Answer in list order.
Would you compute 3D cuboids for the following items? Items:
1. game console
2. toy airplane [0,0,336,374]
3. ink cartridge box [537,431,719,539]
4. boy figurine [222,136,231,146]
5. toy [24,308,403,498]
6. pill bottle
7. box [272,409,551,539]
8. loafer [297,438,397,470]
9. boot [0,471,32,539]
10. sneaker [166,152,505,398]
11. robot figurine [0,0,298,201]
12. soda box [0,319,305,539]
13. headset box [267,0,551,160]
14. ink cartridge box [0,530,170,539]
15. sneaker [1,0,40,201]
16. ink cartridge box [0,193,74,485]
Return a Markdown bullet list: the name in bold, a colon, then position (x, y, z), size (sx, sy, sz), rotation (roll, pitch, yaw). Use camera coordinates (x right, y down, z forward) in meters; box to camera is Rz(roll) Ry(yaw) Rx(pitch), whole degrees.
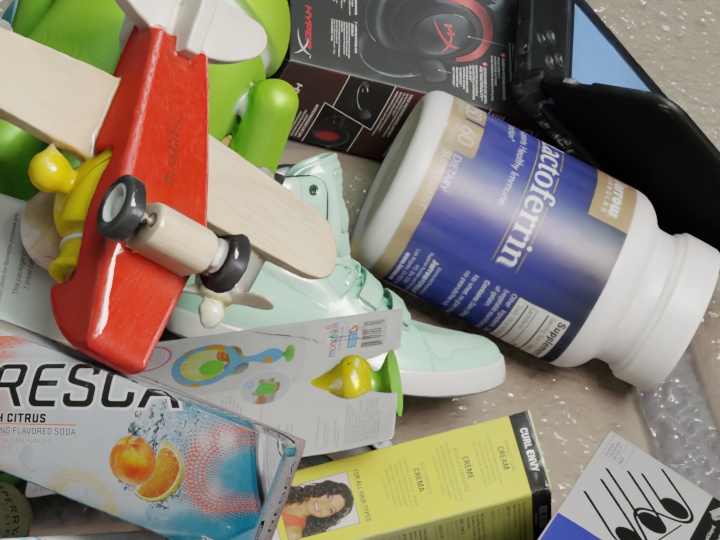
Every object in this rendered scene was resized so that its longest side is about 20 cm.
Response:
- **game console**: position (0.189, -0.089, 1.714), size (0.200, 0.116, 0.177), rotation (45, 37, -37)
- **toy airplane**: position (-0.118, -0.054, 1.392), size (0.199, 0.141, 0.201), rotation (-27, 84, -51)
- **ink cartridge box**: position (0.130, 0.157, 1.431), size (0.094, 0.044, 0.200), rotation (33, 27, 7)
- **boy figurine**: position (-0.089, -0.082, 1.640), size (0.064, 0.124, 0.200), rotation (-41, 96, 2)
- **toy**: position (-0.072, 0.082, 1.520), size (0.199, 0.047, 0.115), rotation (-12, 34, 12)
- **pill bottle**: position (0.104, -0.013, 1.676), size (0.199, 0.116, 0.116), rotation (26, 50, -7)
- **box**: position (0.001, 0.132, 1.497), size (0.199, 0.075, 0.050), rotation (-15, 64, -2)
- **loafer**: position (0.022, 0.147, 1.564), size (0.063, 0.072, 0.200), rotation (-40, 71, -19)
- **boot**: position (-0.229, 0.117, 1.369), size (0.154, 0.200, 0.073), rotation (-3, 63, -28)
- **sneaker**: position (0.000, 0.000, 1.594), size (0.199, 0.074, 0.119), rotation (13, 97, -15)
- **robot figurine**: position (-0.117, -0.108, 1.519), size (0.175, 0.116, 0.200), rotation (31, 68, 17)
- **soda box**: position (-0.130, 0.074, 1.348), size (0.199, 0.068, 0.064), rotation (20, 91, 7)
- **headset box**: position (0.037, -0.143, 1.763), size (0.199, 0.075, 0.149), rotation (12, 53, -18)
- **ink cartridge box**: position (-0.170, 0.196, 1.374), size (0.199, 0.145, 0.088), rotation (1, 58, -26)
- **sneaker**: position (-0.157, -0.058, 1.614), size (0.130, 0.080, 0.201), rotation (16, 52, -22)
- **ink cartridge box**: position (-0.246, 0.018, 1.466), size (0.199, 0.146, 0.084), rotation (17, 52, -14)
